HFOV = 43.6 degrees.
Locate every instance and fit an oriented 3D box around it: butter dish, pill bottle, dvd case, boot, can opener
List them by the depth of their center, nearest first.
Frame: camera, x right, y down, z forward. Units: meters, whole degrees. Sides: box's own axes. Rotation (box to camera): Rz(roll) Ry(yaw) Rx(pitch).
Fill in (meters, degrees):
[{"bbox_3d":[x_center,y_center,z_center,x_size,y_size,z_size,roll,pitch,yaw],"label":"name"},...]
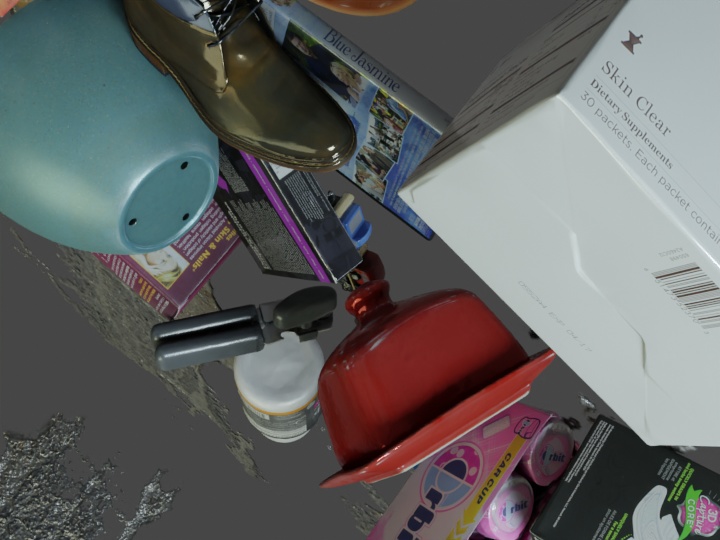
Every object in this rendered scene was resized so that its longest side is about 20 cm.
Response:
[{"bbox_3d":[-0.085,-0.143,0.573,0.199,0.075,0.097,36,162,15],"label":"boot"},{"bbox_3d":[-0.010,-0.111,0.640,0.199,0.018,0.143,37,159,5],"label":"dvd case"},{"bbox_3d":[0.036,0.078,0.760,0.150,0.197,0.200,61,161,8],"label":"butter dish"},{"bbox_3d":[-0.120,0.051,0.939,0.068,0.196,0.054,97,156,-48],"label":"can opener"},{"bbox_3d":[-0.103,0.154,1.178,0.115,0.117,0.201,34,159,13],"label":"pill bottle"}]

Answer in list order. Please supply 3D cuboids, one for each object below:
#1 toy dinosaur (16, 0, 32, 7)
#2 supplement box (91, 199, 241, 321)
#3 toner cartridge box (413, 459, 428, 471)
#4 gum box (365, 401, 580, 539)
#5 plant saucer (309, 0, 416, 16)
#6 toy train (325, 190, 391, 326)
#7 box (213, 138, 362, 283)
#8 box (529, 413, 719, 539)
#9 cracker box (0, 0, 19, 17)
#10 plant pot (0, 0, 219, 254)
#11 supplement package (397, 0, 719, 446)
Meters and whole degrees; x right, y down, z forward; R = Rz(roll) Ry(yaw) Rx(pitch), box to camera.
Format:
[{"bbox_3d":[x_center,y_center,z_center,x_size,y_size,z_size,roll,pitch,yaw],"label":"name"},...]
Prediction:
[{"bbox_3d":[-0.295,-0.253,0.809,0.199,0.061,0.106,38,-176,19],"label":"toy dinosaur"},{"bbox_3d":[-0.225,-0.066,0.934,0.200,0.131,0.103,43,160,-7],"label":"supplement box"},{"bbox_3d":[0.104,0.183,0.921,0.201,0.096,0.043,50,155,-25],"label":"toner cartridge box"},{"bbox_3d":[0.107,0.208,0.830,0.066,0.201,0.113,45,164,-26],"label":"gum box"},{"bbox_3d":[-0.030,-0.219,0.444,0.198,0.032,0.201,33,158,15],"label":"plant saucer"},{"bbox_3d":[0.000,0.000,0.818,0.045,0.034,0.201,24,154,29],"label":"toy train"},{"bbox_3d":[-0.082,-0.061,0.775,0.145,0.036,0.199,59,160,-15],"label":"box"},{"bbox_3d":[0.260,0.243,0.739,0.198,0.125,0.150,26,156,34],"label":"box"},{"bbox_3d":[-0.194,-0.258,0.498,0.057,0.135,0.201,35,159,7],"label":"cracker box"},{"bbox_3d":[-0.184,-0.092,0.684,0.134,0.199,0.201,42,161,22],"label":"plant pot"},{"bbox_3d":[0.145,-0.024,0.425,0.200,0.111,0.155,43,159,-10],"label":"supplement package"}]
